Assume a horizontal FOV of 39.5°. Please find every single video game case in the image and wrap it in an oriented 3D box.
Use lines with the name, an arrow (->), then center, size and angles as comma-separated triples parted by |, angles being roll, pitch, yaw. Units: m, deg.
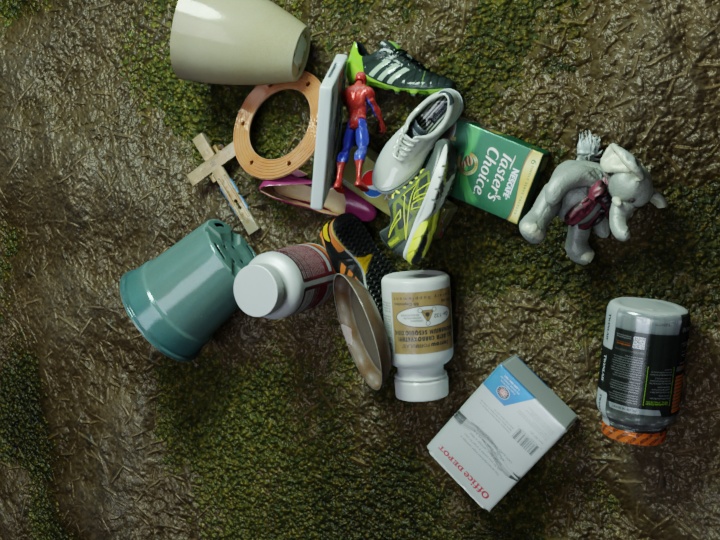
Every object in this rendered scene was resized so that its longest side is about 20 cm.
video game case -> -0.050, -0.225, 1.609 | 0.023, 0.183, 0.202 | 7, 118, 4

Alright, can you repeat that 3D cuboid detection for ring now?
ring -> -0.136, -0.249, 1.722 | 0.199, 0.019, 0.203 | -11, 68, 28

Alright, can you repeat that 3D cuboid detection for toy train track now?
toy train track -> -0.239, -0.158, 1.820 | 0.114, 0.033, 0.201 | -31, 89, 19

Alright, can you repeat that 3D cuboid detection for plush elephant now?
plush elephant -> 0.357, -0.104, 1.458 | 0.154, 0.164, 0.202 | 14, 79, 49

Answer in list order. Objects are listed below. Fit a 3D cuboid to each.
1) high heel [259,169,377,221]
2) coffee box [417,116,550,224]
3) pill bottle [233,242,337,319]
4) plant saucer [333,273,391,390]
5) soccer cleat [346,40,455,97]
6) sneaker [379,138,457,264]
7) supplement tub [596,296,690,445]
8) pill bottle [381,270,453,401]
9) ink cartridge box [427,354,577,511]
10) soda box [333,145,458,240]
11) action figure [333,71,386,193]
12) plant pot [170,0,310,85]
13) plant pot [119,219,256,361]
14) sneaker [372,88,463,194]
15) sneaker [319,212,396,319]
high heel -> -0.073, -0.117, 1.700 | 0.198, 0.096, 0.068 | 20, 121, 26
coffee box -> 0.189, -0.167, 1.597 | 0.199, 0.044, 0.124 | 27, 108, 21
pill bottle -> -0.126, 0.019, 1.692 | 0.112, 0.200, 0.114 | 4, 99, 25
plant saucer -> 0.006, 0.096, 1.649 | 0.032, 0.200, 0.202 | -20, 88, -15
soccer cleat -> 0.064, -0.328, 1.625 | 0.198, 0.067, 0.082 | 15, 103, 27
sneaker -> 0.087, -0.114, 1.563 | 0.084, 0.074, 0.202 | 23, 100, 19
supplement tub -> 0.416, 0.148, 1.488 | 0.121, 0.122, 0.203 | 10, 101, 24
pill bottle -> 0.095, 0.106, 1.644 | 0.113, 0.114, 0.203 | 0, 98, 26
ink cartridge box -> 0.227, 0.262, 1.618 | 0.145, 0.084, 0.201 | 44, 113, 14
soda box -> 0.059, -0.129, 1.654 | 0.199, 0.068, 0.064 | 35, 110, 18
action figure -> 0.003, -0.216, 1.611 | 0.065, 0.099, 0.202 | -2, 76, 23
plant pot -> -0.191, -0.390, 1.692 | 0.198, 0.187, 0.189 | 16, 105, 10
plant pot -> -0.290, 0.025, 1.789 | 0.196, 0.200, 0.201 | -38, 81, 18
sneaker -> 0.080, -0.206, 1.571 | 0.073, 0.071, 0.201 | 42, 106, 17
sneaker -> 0.000, 0.000, 1.713 | 0.201, 0.070, 0.090 | 59, 149, -5
